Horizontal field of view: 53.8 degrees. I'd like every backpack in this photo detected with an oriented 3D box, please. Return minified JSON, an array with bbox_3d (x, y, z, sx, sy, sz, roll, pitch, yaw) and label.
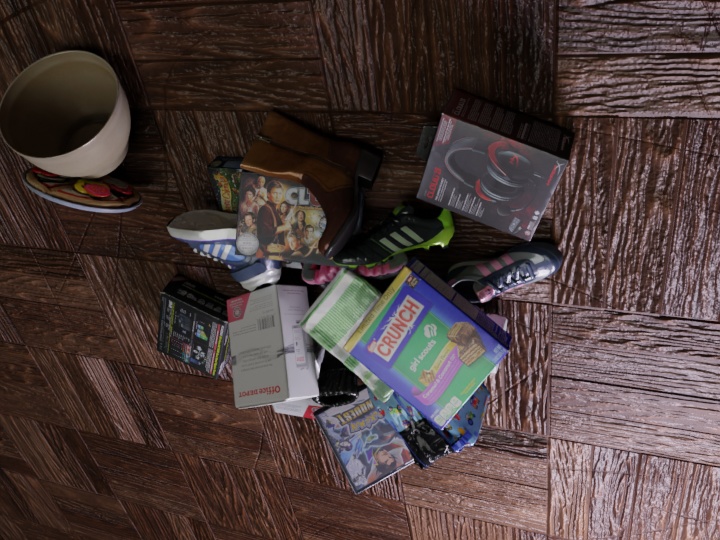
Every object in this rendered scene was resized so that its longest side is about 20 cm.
[{"bbox_3d":[0.115,0.217,1.270,0.200,0.183,0.134,48,128,-8],"label":"backpack"}]

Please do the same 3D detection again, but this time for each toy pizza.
[{"bbox_3d":[-0.478,-0.152,1.231,0.198,0.200,0.032,21,108,7],"label":"toy pizza"}]

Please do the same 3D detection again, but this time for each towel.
[{"bbox_3d":[0.007,0.105,1.177,0.200,0.023,0.153,42,116,5],"label":"towel"}]

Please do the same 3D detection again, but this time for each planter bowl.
[{"bbox_3d":[-0.462,-0.235,1.161,0.198,0.202,0.135,15,160,13],"label":"planter bowl"}]

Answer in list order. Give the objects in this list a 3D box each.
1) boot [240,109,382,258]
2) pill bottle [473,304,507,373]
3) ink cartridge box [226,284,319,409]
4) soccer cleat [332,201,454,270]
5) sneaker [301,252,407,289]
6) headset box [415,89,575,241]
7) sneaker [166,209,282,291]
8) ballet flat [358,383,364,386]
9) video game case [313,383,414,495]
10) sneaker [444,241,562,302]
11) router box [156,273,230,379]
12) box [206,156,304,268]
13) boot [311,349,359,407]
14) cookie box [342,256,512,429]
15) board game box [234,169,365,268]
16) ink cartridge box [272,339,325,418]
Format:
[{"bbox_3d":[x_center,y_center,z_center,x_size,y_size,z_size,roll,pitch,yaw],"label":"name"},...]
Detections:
[{"bbox_3d":[-0.089,-0.132,1.064,0.198,0.190,0.069,21,169,5],"label":"boot"},{"bbox_3d":[0.141,0.105,1.201,0.198,0.114,0.114,11,132,16],"label":"pill bottle"},{"bbox_3d":[-0.161,0.138,1.277,0.145,0.082,0.203,-16,77,39],"label":"ink cartridge box"},{"bbox_3d":[0.049,-0.059,1.096,0.198,0.068,0.082,-15,115,-9],"label":"soccer cleat"},{"bbox_3d":[0.000,0.000,1.220,0.198,0.080,0.095,-6,146,31],"label":"sneaker"},{"bbox_3d":[0.175,-0.149,0.993,0.198,0.075,0.150,22,135,6],"label":"headset box"},{"bbox_3d":[-0.232,-0.023,1.234,0.198,0.081,0.148,2,124,16],"label":"sneaker"},{"bbox_3d":[0.036,0.263,1.414,0.198,0.068,0.068,26,150,-12],"label":"ballet flat"},{"bbox_3d":[0.036,0.304,1.365,0.198,0.025,0.182,-28,99,-6],"label":"video game case"},{"bbox_3d":[0.219,0.016,1.109,0.199,0.082,0.070,-19,117,36],"label":"sneaker"},{"bbox_3d":[-0.339,0.119,1.475,0.149,0.062,0.201,25,134,4],"label":"router box"},{"bbox_3d":[-0.174,-0.098,1.228,0.135,0.038,0.202,5,130,21],"label":"box"},{"bbox_3d":[-0.016,0.145,1.261,0.079,0.159,0.211,22,143,-11],"label":"boot"},{"bbox_3d":[0.103,0.111,1.095,0.199,0.075,0.172,39,108,5],"label":"cookie box"},{"bbox_3d":[-0.097,-0.082,1.134,0.197,0.035,0.137,6,105,-1],"label":"board game box"},{"bbox_3d":[-0.121,0.198,1.424,0.143,0.084,0.202,5,130,23],"label":"ink cartridge box"}]
